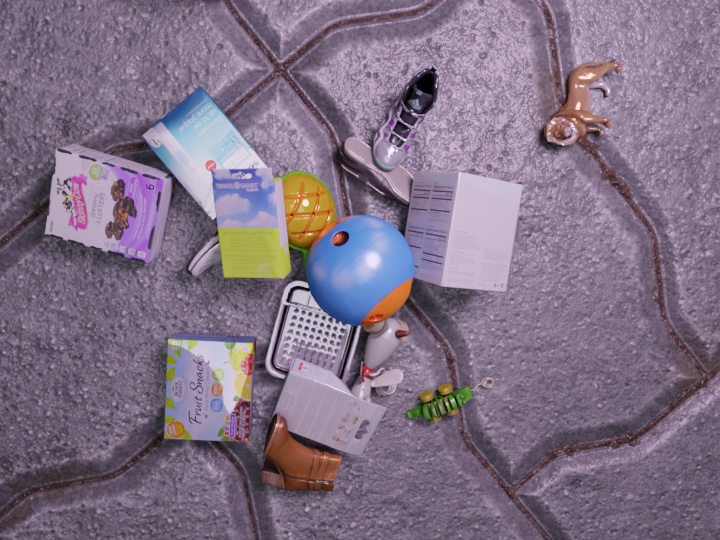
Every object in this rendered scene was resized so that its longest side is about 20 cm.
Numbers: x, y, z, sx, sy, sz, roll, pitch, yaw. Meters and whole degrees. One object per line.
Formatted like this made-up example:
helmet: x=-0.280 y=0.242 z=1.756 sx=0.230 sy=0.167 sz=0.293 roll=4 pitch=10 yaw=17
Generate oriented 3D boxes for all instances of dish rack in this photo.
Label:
dish rack: x=-0.091 y=0.129 z=1.193 sx=0.170 sy=0.044 sz=0.202 roll=15 pitch=94 yaw=-6

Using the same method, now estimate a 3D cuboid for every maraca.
maraca: x=-0.100 y=-0.097 z=1.142 sx=0.137 sy=0.107 sz=0.201 roll=-40 pitch=117 yaw=-15

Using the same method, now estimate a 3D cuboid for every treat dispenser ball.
treat dispenser ball: x=0.000 y=0.000 z=1.082 sx=0.199 sy=0.201 sz=0.203 roll=0 pitch=96 yaw=-4

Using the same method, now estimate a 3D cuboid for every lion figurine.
lion figurine: x=0.438 y=-0.339 z=1.180 sx=0.121 sy=0.072 sz=0.202 roll=12 pitch=81 yaw=2

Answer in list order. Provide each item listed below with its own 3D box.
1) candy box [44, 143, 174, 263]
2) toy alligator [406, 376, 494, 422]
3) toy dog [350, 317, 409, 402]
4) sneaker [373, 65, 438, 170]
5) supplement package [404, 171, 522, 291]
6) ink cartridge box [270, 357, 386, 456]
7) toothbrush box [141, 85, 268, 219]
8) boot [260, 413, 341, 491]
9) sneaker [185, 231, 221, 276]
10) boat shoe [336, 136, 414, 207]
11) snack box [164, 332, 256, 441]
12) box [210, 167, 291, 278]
candy box: x=-0.469 y=-0.125 z=1.109 sx=0.198 sy=0.072 sz=0.169 roll=16 pitch=108 yaw=-5
toy alligator: x=0.191 y=0.268 z=1.221 sx=0.199 sy=0.054 sz=0.060 roll=-21 pitch=97 yaw=-2
toy dog: x=0.045 y=0.174 z=1.157 sx=0.131 sy=0.096 sz=0.202 roll=-3 pitch=99 yaw=-34
sneaker: x=0.088 y=-0.291 z=1.098 sx=0.077 sy=0.140 sz=0.201 roll=23 pitch=81 yaw=-8
supplement package: x=0.186 y=-0.075 z=1.118 sx=0.151 sy=0.150 sz=0.202 roll=5 pitch=96 yaw=-28
ink cartridge box: x=-0.064 y=0.271 z=1.168 sx=0.199 sy=0.050 sz=0.163 roll=20 pitch=124 yaw=-5
toothbrush box: x=-0.285 y=-0.218 z=1.124 sx=0.146 sy=0.085 sz=0.200 roll=-39 pitch=98 yaw=1
boot: x=-0.114 y=0.369 z=1.173 sx=0.154 sy=0.077 sz=0.201 roll=9 pitch=118 yaw=-2
sneaker: x=-0.235 y=-0.032 z=1.150 sx=0.200 sy=0.076 sz=0.116 roll=-41 pitch=95 yaw=-2
boat shoe: x=0.040 y=-0.186 z=1.172 sx=0.199 sy=0.057 sz=0.067 roll=36 pitch=56 yaw=-10
snack box: x=-0.297 y=0.231 z=1.176 sx=0.167 sy=0.068 sz=0.202 roll=4 pitch=94 yaw=-5
box: x=-0.197 y=-0.087 z=1.072 sx=0.121 sy=0.048 sz=0.202 roll=0 pitch=108 yaw=12
